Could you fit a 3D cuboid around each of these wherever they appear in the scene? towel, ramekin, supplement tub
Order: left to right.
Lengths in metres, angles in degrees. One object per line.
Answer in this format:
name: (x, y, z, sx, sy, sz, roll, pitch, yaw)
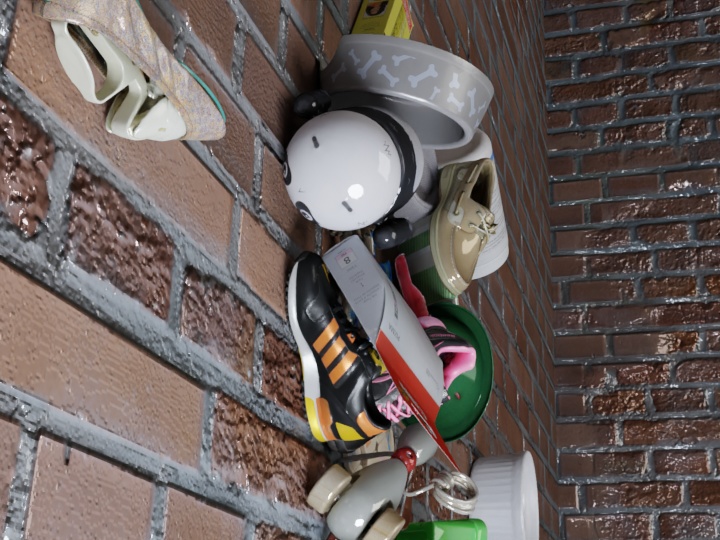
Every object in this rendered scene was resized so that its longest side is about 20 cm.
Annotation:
towel: (0.090, -0.022, 1.448, 0.152, 0.023, 0.201, 154, -63, -65)
supplement tub: (0.144, -0.101, 1.607, 0.132, 0.131, 0.201, -72, 152, -53)
ramekin: (0.253, 0.419, 1.905, 0.200, 0.097, 0.202, -4, 90, -74)

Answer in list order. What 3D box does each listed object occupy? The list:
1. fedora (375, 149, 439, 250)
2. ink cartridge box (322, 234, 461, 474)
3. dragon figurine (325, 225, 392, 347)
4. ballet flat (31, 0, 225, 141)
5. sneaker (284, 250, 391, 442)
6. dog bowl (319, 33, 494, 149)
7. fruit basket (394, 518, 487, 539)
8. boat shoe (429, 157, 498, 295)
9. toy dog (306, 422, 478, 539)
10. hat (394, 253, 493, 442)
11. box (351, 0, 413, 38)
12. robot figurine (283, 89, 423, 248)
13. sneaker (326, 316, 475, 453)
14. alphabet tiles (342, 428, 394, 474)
fedora: (0.049, -0.117, 1.355, 0.200, 0.090, 0.178, 30, 57, -71)
ink cartridge box: (0.047, 0.079, 1.057, 0.200, 0.057, 0.163, 54, 0, 42)
dragon figurine: (0.000, 0.000, 1.216, 0.100, 0.059, 0.201, 69, 24, -45)
ballet flat: (-0.158, -0.131, 0.731, 0.067, 0.068, 0.200, -66, 148, -21)
sneaker: (-0.016, 0.075, 1.087, 0.070, 0.090, 0.201, -46, 130, -69)
dog bowl: (0.045, -0.191, 1.198, 0.200, 0.199, 0.059, 39, 63, -68)
fruit basket: (0.089, 0.405, 1.299, 0.215, 0.155, 0.217, 27, 56, -51)
boat shoe: (0.131, -0.060, 1.324, 0.072, 0.065, 0.201, 49, 37, -37)
toy dog: (0.016, 0.239, 1.138, 0.199, 0.096, 0.132, -4, 48, -46)
hat: (0.046, 0.104, 1.298, 0.176, 0.165, 0.201, 12, 71, -49)
box: (0.024, -0.293, 1.389, 0.200, 0.050, 0.075, -75, 154, -49)
robot figurine: (-0.006, -0.106, 1.119, 0.200, 0.150, 0.125, -35, 145, -72)
sneaker: (0.047, 0.129, 1.172, 0.200, 0.095, 0.079, -41, 131, -25)
alphabet tiles: (0.013, 0.191, 1.291, 0.196, 0.015, 0.201, -31, 116, -72)
